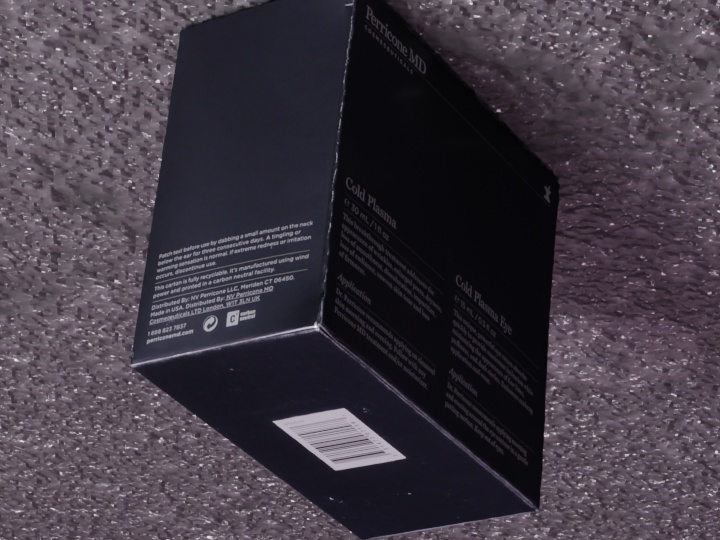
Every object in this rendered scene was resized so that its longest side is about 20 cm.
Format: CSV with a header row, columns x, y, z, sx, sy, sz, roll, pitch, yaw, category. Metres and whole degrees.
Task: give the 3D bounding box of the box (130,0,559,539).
x,y,z,sx,sy,sz,roll,pitch,yaw,category
0.000,0.000,1.231,0.104,0.183,0.200,-12,145,30,box
